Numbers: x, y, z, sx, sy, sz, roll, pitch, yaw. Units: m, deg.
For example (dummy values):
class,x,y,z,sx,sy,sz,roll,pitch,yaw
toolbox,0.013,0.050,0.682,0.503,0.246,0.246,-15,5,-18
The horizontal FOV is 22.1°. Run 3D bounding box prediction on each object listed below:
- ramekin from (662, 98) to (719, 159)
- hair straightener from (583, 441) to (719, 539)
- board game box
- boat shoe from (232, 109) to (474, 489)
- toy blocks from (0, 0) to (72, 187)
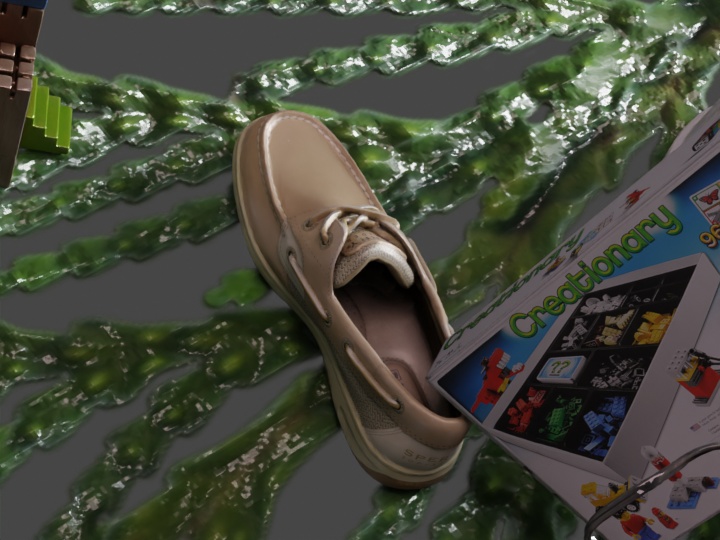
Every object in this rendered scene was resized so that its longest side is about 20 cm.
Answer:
class,x,y,z,sx,sy,sz,roll,pitch,yaw
ramekin,0.257,-0.032,0.935,0.200,0.105,0.200,9,55,-13
hair straightener,0.170,0.108,0.611,0.200,0.041,0.077,19,55,-2
board game box,0.135,0.028,0.738,0.126,0.200,0.035,42,39,-8
boat shoe,0.000,0.000,0.846,0.072,0.065,0.200,-11,62,-25
toy blocks,-0.216,-0.106,0.794,0.200,0.137,0.100,8,56,-14
